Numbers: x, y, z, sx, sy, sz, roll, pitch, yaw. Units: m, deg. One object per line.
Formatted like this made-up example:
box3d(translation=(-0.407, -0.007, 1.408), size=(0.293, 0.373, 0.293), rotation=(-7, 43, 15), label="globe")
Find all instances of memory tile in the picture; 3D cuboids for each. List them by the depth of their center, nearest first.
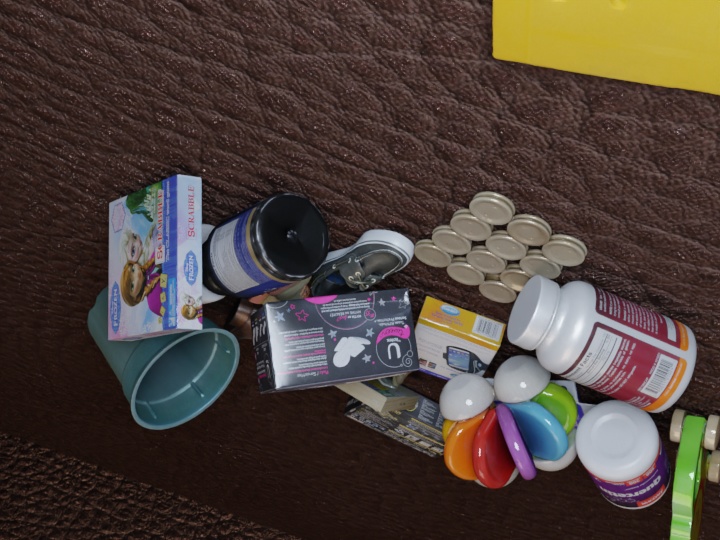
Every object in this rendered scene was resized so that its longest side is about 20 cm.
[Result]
box3d(translation=(0.162, -0.023, 1.114), size=(0.152, 0.017, 0.200), rotation=(28, 153, -12), label="memory tile")

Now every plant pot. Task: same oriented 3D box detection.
box3d(translation=(-0.331, 0.115, 1.523), size=(0.196, 0.200, 0.201), rotation=(43, 166, 31), label="plant pot")

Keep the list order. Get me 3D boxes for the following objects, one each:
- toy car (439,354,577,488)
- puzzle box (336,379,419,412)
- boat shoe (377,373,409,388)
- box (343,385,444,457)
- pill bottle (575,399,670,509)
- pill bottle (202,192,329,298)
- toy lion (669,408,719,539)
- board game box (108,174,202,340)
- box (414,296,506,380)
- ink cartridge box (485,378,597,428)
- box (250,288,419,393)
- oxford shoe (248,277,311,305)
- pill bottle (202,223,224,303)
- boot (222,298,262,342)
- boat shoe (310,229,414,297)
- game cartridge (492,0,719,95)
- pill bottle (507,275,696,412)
box3d(translation=(0.206, 0.230, 1.305), size=(0.198, 0.150, 0.176), rotation=(-20, 110, 17), label="toy car")
box3d(translation=(0.009, 0.179, 1.483), size=(0.132, 0.026, 0.200), rotation=(29, -177, 19), label="puzzle box")
box3d(translation=(0.014, 0.107, 1.415), size=(0.074, 0.069, 0.200), rotation=(-7, 142, 45), label="boat shoe")
box3d(translation=(0.086, 0.268, 1.691), size=(0.199, 0.049, 0.161), rotation=(27, 155, -11), label="box")
box3d(translation=(0.377, 0.269, 1.333), size=(0.111, 0.113, 0.200), rotation=(6, 154, 29), label="pill bottle")
box3d(translation=(-0.136, -0.025, 1.230), size=(0.111, 0.113, 0.199), rotation=(34, 152, -24), label="pill bottle")
box3d(translation=(0.467, 0.322, 1.335), size=(0.068, 0.193, 0.200), rotation=(7, 150, 27), label="toy lion")
box3d(translation=(-0.282, -0.011, 1.275), size=(0.041, 0.202, 0.199), rotation=(6, 168, -40), label="board game box")
box3d(translation=(0.132, 0.111, 1.368), size=(0.118, 0.042, 0.200), rotation=(20, 156, 4), label="box")
box3d(translation=(0.298, 0.228, 1.448), size=(0.198, 0.044, 0.199), rotation=(2, 149, 24), label="ink cartridge box")
box3d(translation=(-0.038, 0.099, 1.271), size=(0.198, 0.116, 0.132), rotation=(-5, 171, -16), label="box")
box3d(translation=(-0.098, 0.017, 1.340), size=(0.073, 0.071, 0.200), rotation=(24, 164, -17), label="oxford shoe")
box3d(translation=(-0.277, 0.001, 1.386), size=(0.111, 0.112, 0.199), rotation=(38, 149, -31), label="pill bottle")
box3d(translation=(-0.132, 0.123, 1.577), size=(0.198, 0.065, 0.186), rotation=(22, 157, -12), label="boot")
box3d(translation=(0.000, 0.000, 1.235), size=(0.068, 0.057, 0.199), rotation=(33, 152, -22), label="boat shoe")
box3d(translation=(0.198, -0.214, 0.710), size=(0.198, 0.033, 0.177), rotation=(12, 152, 14), label="game cartridge")
box3d(translation=(0.280, 0.081, 1.102), size=(0.198, 0.114, 0.113), rotation=(23, 154, -8), label="pill bottle")
